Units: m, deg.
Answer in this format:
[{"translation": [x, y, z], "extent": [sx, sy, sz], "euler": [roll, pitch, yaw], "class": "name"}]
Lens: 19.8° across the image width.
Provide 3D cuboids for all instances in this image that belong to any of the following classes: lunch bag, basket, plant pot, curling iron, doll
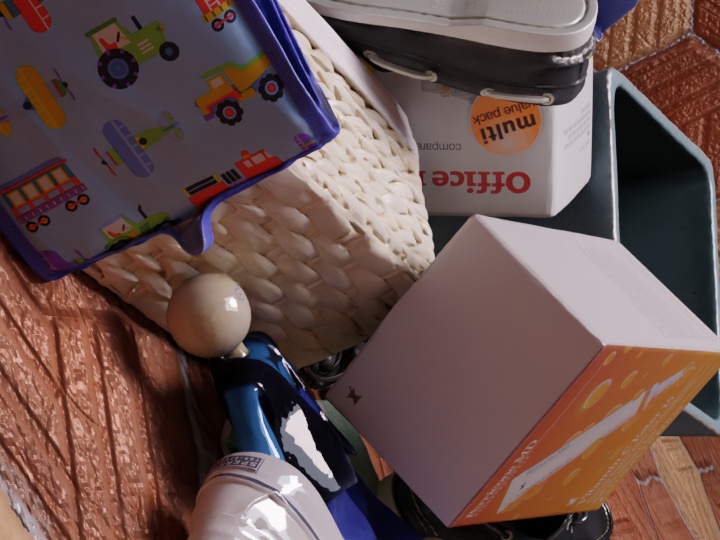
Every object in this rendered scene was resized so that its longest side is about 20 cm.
[{"translation": [-0.112, -0.095, 0.873], "extent": [0.200, 0.150, 0.094], "euler": [61, 14, -10], "class": "lunch bag"}, {"translation": [-0.055, -0.042, 1.027], "extent": [0.200, 0.135, 0.124], "euler": [40, 29, -57], "class": "basket"}, {"translation": [0.112, 0.005, 1.357], "extent": [0.196, 0.199, 0.197], "euler": [29, 57, -57], "class": "plant pot"}, {"translation": [-0.041, -0.007, 1.228], "extent": [0.049, 0.026, 0.200], "euler": [6, 44, -28], "class": "curling iron"}, {"translation": [-0.029, 0.083, 0.990], "extent": [0.200, 0.048, 0.137], "euler": [53, 13, -20], "class": "doll"}]

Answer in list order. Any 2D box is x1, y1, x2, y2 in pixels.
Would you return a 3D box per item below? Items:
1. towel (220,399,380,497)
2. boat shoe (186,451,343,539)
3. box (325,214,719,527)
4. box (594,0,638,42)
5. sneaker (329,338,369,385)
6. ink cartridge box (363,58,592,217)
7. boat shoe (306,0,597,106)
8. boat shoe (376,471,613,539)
[{"translation": [-0.012, 0.139, 1.093], "extent": [0.153, 0.023, 0.200], "euler": [65, 14, 9], "class": "towel"}, {"translation": [-0.016, 0.174, 0.926], "extent": [0.200, 0.072, 0.066], "euler": [63, 33, -28], "class": "boat shoe"}, {"translation": [0.094, 0.054, 1.082], "extent": [0.097, 0.124, 0.200], "euler": [46, 18, 23], "class": "box"}, {"translation": [0.060, -0.145, 1.270], "extent": [0.121, 0.200, 0.032], "euler": [49, 17, -2], "class": "box"}, {"translation": [0.000, 0.000, 1.280], "extent": [0.093, 0.070, 0.200], "euler": [34, 29, -52], "class": "sneaker"}, {"translation": [0.053, -0.136, 1.178], "extent": [0.145, 0.145, 0.201], "euler": [-39, 128, -72], "class": "ink cartridge box"}, {"translation": [0.022, -0.129, 1.071], "extent": [0.060, 0.199, 0.076], "euler": [93, 19, -45], "class": "boat shoe"}, {"translation": [0.097, 0.134, 1.202], "extent": [0.199, 0.066, 0.075], "euler": [18, 46, -43], "class": "boat shoe"}]
